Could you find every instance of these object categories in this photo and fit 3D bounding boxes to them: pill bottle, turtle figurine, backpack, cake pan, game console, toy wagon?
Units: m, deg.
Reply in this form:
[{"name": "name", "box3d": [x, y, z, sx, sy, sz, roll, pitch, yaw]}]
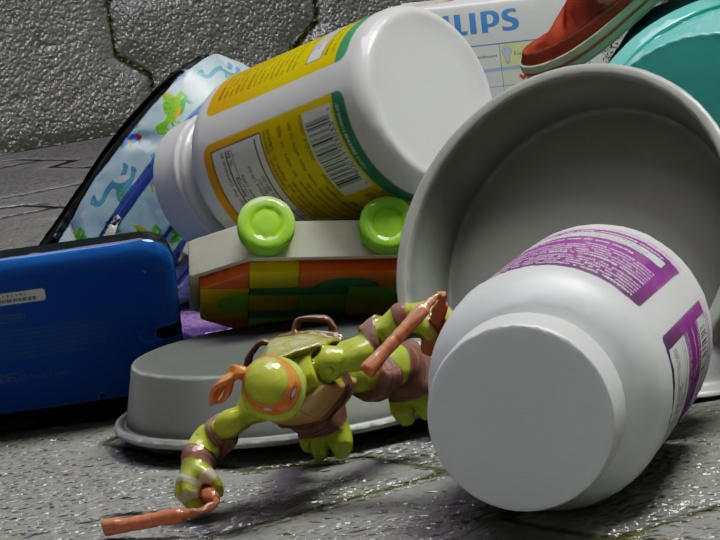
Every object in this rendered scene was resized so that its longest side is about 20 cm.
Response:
[{"name": "pill bottle", "box3d": [0.094, 0.047, 1.263, 0.112, 0.113, 0.200, -5, 8, 17]}, {"name": "turtle figurine", "box3d": [-0.031, 0.062, 1.334, 0.200, 0.064, 0.161, -38, -15, 11]}, {"name": "backpack", "box3d": [-0.120, -0.049, 1.851, 0.154, 0.200, 0.163, 26, 9, 17]}, {"name": "cake pan", "box3d": [-0.038, 0.058, 1.517, 0.200, 0.037, 0.200, -7, 8, 1]}, {"name": "game console", "box3d": [-0.207, 0.036, 1.631, 0.200, 0.171, 0.118, -8, 34, -6]}, {"name": "toy wagon", "box3d": [0.000, 0.000, 1.603, 0.200, 0.040, 0.155, 0, -18, -4]}, {"name": "pill bottle", "box3d": [-0.027, -0.074, 1.618, 0.200, 0.113, 0.113, -20, -3, 43]}, {"name": "cake pan", "box3d": [0.112, -0.008, 1.425, 0.200, 0.201, 0.037, -2, -19, 32]}]

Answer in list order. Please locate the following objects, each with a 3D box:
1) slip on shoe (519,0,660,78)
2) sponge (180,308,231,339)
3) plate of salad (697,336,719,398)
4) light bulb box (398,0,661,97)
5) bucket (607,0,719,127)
[{"name": "slip on shoe", "box3d": [0.167, -0.192, 1.757, 0.200, 0.061, 0.074, -42, 6, 37]}, {"name": "sponge", "box3d": [-0.030, 0.031, 1.789, 0.200, 0.030, 0.112, -10, 8, -19]}, {"name": "plate of salad", "box3d": [0.158, 0.019, 1.530, 0.200, 0.048, 0.200, 2, 34, -2]}, {"name": "light bulb box", "box3d": [0.129, -0.104, 1.997, 0.198, 0.200, 0.125, -6, 8, 7]}, {"name": "bucket", "box3d": [0.233, -0.077, 1.736, 0.207, 0.208, 0.135, -5, 13, 15]}]
